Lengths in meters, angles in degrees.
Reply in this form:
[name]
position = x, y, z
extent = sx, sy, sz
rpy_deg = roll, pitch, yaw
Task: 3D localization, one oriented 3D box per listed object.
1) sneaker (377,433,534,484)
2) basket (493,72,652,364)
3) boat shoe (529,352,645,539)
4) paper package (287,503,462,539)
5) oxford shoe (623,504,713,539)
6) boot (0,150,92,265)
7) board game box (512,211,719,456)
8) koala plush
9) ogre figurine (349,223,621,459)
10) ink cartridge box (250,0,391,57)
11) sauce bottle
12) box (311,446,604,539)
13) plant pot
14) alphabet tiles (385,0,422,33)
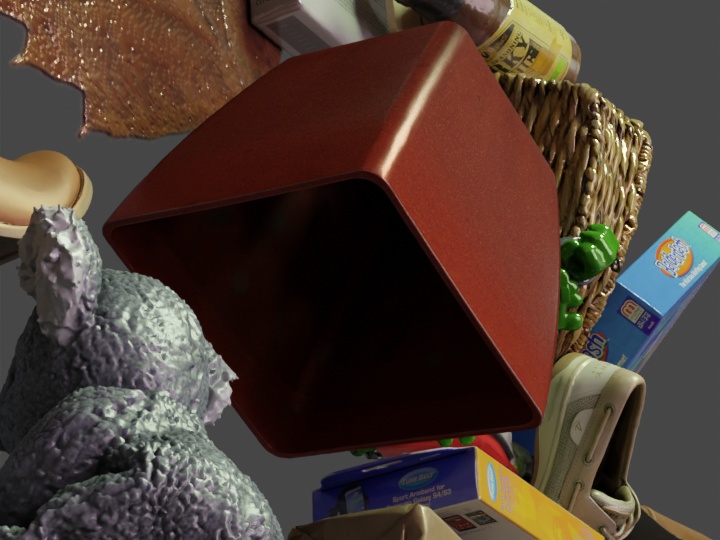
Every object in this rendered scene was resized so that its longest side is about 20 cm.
[sneaker]
position = 0.073, 0.148, 1.658
extent = 0.200, 0.077, 0.085
rpy_deg = 36, 53, -47
[basket]
position = 0.132, -0.017, 1.725
extent = 0.149, 0.142, 0.201
rpy_deg = 38, 68, -48
[boat shoe]
position = 0.150, 0.158, 1.667
extent = 0.072, 0.065, 0.201
rpy_deg = -13, 114, -55
[paper package]
position = 0.038, 0.270, 1.472
extent = 0.200, 0.103, 0.191
rpy_deg = 47, 36, -42
[oxford shoe]
position = 0.203, 0.204, 1.795
extent = 0.072, 0.199, 0.071
rpy_deg = -65, 172, 4
[boot]
position = -0.214, -0.067, 1.229
extent = 0.155, 0.073, 0.200
rpy_deg = 62, 25, -11
[board game box]
position = 0.186, 0.050, 1.794
extent = 0.045, 0.152, 0.200
rpy_deg = 37, 25, 9
[koala plush]
position = -0.119, 0.082, 1.194
extent = 0.177, 0.183, 0.201
rpy_deg = 45, 35, -44
[ogre figurine]
position = 0.068, 0.037, 1.562
extent = 0.098, 0.201, 0.120
rpy_deg = 32, 2, -12
[ink cartridge box]
position = -0.009, -0.210, 1.754
extent = 0.200, 0.045, 0.177
rpy_deg = 36, 44, -51
[sauce bottle]
position = 0.082, -0.172, 1.734
extent = 0.200, 0.064, 0.065
rpy_deg = 24, 52, -53
[box]
position = 0.058, 0.165, 1.561
extent = 0.200, 0.119, 0.042
rpy_deg = 35, 44, -51
[plant pot]
position = 0.006, -0.030, 1.454
extent = 0.200, 0.199, 0.177
rpy_deg = 55, 43, -31
[alphabet tiles]
position = 0.056, -0.121, 1.761
extent = 0.200, 0.015, 0.197
rpy_deg = -20, 107, -55
